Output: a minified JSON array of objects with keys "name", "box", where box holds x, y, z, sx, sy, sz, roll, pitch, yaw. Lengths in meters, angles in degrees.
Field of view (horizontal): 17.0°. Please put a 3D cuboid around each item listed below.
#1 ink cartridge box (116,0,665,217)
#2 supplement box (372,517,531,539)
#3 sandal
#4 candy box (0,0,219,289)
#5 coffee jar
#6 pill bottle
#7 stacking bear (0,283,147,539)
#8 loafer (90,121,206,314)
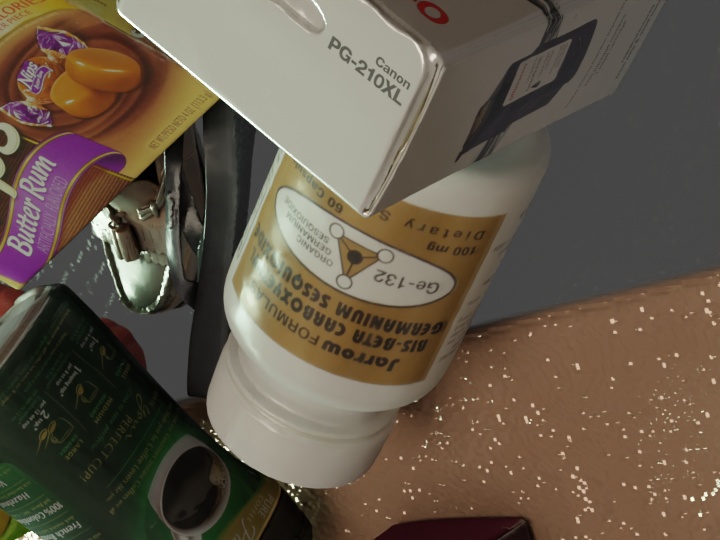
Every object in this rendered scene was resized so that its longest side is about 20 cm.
[{"name":"ink cartridge box","box":[0.020,-0.120,0.995,0.145,0.200,0.084,40,127,18]},{"name":"supplement box","box":[0.045,0.234,1.178,0.085,0.110,0.201,-8,103,39]},{"name":"sandal","box":[-0.079,-0.017,1.172,0.043,0.076,0.201,8,127,0]},{"name":"candy box","box":[-0.156,-0.079,1.123,0.116,0.057,0.200,29,137,-22]},{"name":"coffee jar","box":[-0.119,0.108,1.213,0.200,0.104,0.085,45,141,-16]},{"name":"pill bottle","box":[0.000,0.000,1.115,0.114,0.114,0.200,38,127,19]},{"name":"stacking bear","box":[-0.220,0.100,1.263,0.121,0.200,0.114,17,117,31]},{"name":"loafer","box":[-0.115,-0.066,1.208,0.072,0.063,0.201,17,118,29]}]
